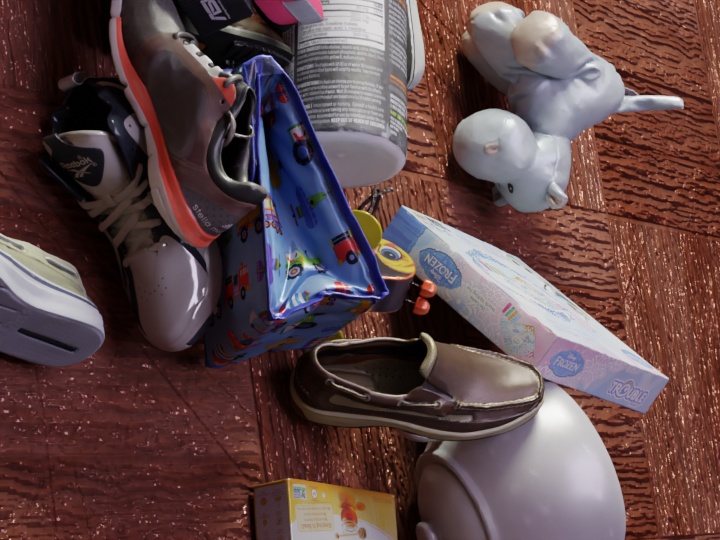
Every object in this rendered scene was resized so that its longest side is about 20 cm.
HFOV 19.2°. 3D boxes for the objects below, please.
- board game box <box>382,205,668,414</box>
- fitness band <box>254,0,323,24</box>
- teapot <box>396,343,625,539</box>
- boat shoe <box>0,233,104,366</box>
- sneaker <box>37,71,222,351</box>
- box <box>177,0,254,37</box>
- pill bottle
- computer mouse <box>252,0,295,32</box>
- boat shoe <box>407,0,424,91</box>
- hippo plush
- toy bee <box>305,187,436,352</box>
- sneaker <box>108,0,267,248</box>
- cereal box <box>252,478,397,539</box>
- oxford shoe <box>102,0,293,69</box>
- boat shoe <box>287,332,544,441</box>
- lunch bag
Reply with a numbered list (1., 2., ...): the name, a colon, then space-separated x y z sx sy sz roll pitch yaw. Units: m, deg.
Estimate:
1. board game box: 0.139 0.035 1.812 0.200 0.199 0.043 21 105 -53
2. fitness band: -0.064 -0.256 1.520 0.200 0.037 0.144 48 33 -69
3. teapot: 0.108 0.183 1.725 0.200 0.146 0.198 52 -28 36
4. boat shoe: -0.240 0.006 1.331 0.200 0.072 0.062 33 27 -53
5. sneaker: -0.165 -0.047 1.445 0.130 0.079 0.200 18 63 -53
6. box: -0.137 -0.286 1.500 0.160 0.044 0.200 56 16 -46
7. pill bottle: -0.015 -0.175 1.708 0.106 0.106 0.200 30 53 -49
8. computer mouse: -0.083 -0.270 1.593 0.059 0.034 0.200 -78 157 -62
9. boat shoe: 0.007 -0.247 1.807 0.064 0.071 0.200 -15 93 -60
10. hippo plush: 0.152 -0.137 1.965 0.200 0.159 0.161 29 83 -32
11. toy bee: 0.000 0.000 1.639 0.200 0.109 0.131 -46 157 -31
12. sneaker: -0.106 -0.117 1.427 0.077 0.082 0.200 17 52 -63
13. cereal box: -0.019 0.261 1.589 0.144 0.039 0.200 16 65 -55
14. oxford shoe: -0.117 -0.191 1.588 0.200 0.073 0.085 19 54 -57
15. boat shoe: 0.050 0.084 1.626 0.202 0.075 0.075 -1 56 -15
16. lunch bag: -0.069 -0.050 1.497 0.094 0.151 0.200 -11 79 -24
